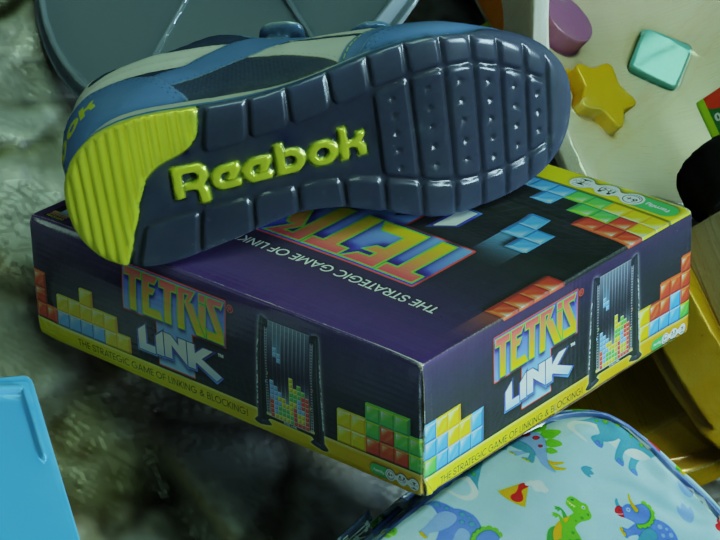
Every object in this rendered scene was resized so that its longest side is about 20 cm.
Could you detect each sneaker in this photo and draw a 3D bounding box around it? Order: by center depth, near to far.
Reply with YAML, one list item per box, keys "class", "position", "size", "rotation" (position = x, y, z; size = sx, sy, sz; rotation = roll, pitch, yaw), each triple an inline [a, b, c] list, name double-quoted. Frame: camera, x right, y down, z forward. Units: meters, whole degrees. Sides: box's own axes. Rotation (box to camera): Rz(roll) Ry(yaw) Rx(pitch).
- class: "sneaker"
  position: [-0.019, -0.060, 0.937]
  size: [0.198, 0.075, 0.082]
  rotation: [-8, 25, -14]

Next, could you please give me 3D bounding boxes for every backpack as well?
- class: "backpack"
  position: [0.051, 0.142, 0.902]
  size: [0.163, 0.154, 0.200]
  rotation: [41, 30, 14]

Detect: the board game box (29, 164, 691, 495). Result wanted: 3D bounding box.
- class: "board game box"
  position: [0.000, 0.000, 0.958]
  size: [0.199, 0.057, 0.165]
  rotation: [19, 31, 36]

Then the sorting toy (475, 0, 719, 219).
- class: "sorting toy"
  position: [0.123, -0.083, 1.150]
  size: [0.199, 0.107, 0.181]
  rotation: [-2, 68, -46]

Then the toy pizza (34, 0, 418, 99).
- class: "toy pizza"
  position: [-0.047, -0.142, 1.053]
  size: [0.032, 0.199, 0.201]
  rotation: [45, 24, -55]

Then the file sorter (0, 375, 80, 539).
- class: "file sorter"
  position: [-0.158, 0.151, 0.764]
  size: [0.138, 0.123, 0.201]
  rotation: [-1, 56, -32]

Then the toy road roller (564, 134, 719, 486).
- class: "toy road roller"
  position: [0.160, 0.039, 1.072]
  size: [0.200, 0.145, 0.124]
  rotation: [38, 26, -58]

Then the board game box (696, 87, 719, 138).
- class: "board game box"
  position: [0.247, -0.069, 1.150]
  size: [0.199, 0.101, 0.048]
  rotation: [10, 52, -56]
